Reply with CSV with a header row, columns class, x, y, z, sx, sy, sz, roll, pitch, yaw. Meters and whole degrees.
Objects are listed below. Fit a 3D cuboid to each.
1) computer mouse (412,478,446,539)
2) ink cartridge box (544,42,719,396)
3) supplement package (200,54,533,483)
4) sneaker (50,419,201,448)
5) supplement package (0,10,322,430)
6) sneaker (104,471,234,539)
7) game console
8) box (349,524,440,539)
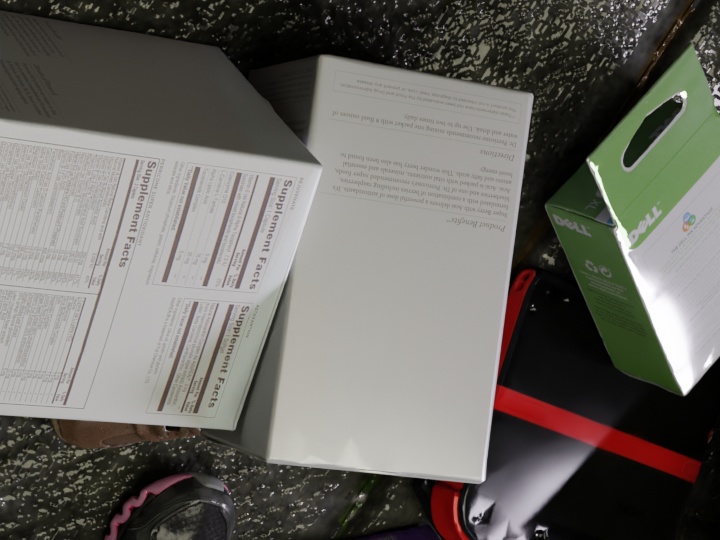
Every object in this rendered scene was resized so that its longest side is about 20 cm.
class,x,y,z,sx,sy,sz,roll,pitch,yaw
computer mouse,0.049,0.106,1.140,0.059,0.034,0.200,-47,129,-23
ink cartridge box,0.174,-0.032,1.099,0.104,0.059,0.200,-45,131,-20
supplement package,0.000,0.000,0.956,0.121,0.120,0.200,9,88,-21
sneaker,-0.073,0.056,1.032,0.200,0.076,0.071,-22,126,-14
supplement package,-0.153,-0.028,0.894,0.200,0.152,0.151,6,115,-30
sneaker,-0.124,0.215,1.089,0.079,0.095,0.200,20,106,-32
game console,0.143,0.108,1.177,0.200,0.031,0.177,22,85,-36
box,-0.018,0.267,1.207,0.137,0.039,0.200,-8,121,-23
